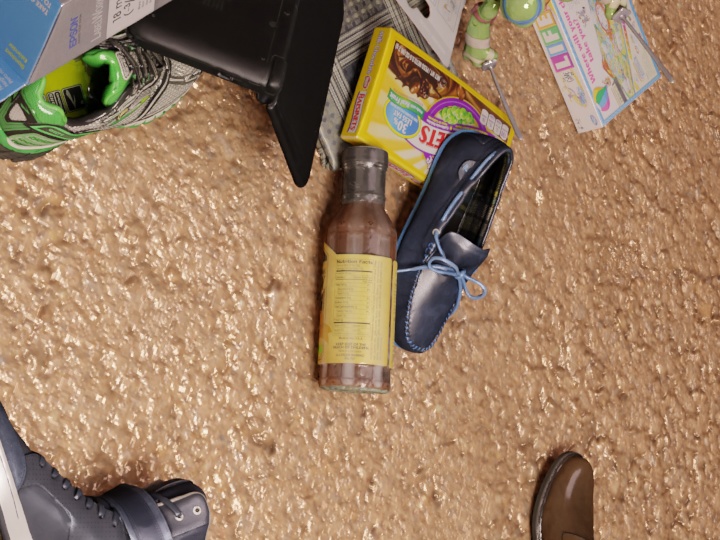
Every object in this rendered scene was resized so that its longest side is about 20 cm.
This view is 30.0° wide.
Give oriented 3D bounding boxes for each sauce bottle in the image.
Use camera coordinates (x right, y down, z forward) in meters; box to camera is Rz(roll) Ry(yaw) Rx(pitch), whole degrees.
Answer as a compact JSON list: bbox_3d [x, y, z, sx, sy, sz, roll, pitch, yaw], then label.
[{"bbox_3d":[0.000,0.000,1.113,0.064,0.064,0.203,13,77,-41],"label":"sauce bottle"}]

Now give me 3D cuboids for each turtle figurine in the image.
[{"bbox_3d":[0.169,-0.236,1.247,0.199,0.144,0.195,37,34,-17],"label":"turtle figurine"}]

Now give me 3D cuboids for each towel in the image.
[{"bbox_3d":[-0.008,-0.212,1.174,0.192,0.034,0.202,-36,110,-38],"label":"towel"}]

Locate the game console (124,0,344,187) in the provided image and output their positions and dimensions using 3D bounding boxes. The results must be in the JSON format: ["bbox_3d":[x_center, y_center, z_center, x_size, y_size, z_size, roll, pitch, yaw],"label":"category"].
[{"bbox_3d":[-0.088,-0.194,1.029,0.174,0.117,0.202,19,56,-14],"label":"game console"}]

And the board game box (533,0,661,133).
[{"bbox_3d":[0.235,-0.264,1.403,0.134,0.034,0.202,-37,108,-40],"label":"board game box"}]

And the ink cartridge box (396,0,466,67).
[{"bbox_3d":[0.048,-0.309,1.205,0.163,0.056,0.202,44,58,-45],"label":"ink cartridge box"}]

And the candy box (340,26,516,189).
[{"bbox_3d":[0.065,-0.126,1.198,0.199,0.026,0.103,27,79,-45],"label":"candy box"}]

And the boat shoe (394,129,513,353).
[{"bbox_3d":[0.076,-0.025,1.164,0.084,0.068,0.203,14,90,-46],"label":"boat shoe"}]

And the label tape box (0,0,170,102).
[{"bbox_3d":[-0.217,-0.213,0.886,0.144,0.063,0.200,43,59,12],"label":"label tape box"}]

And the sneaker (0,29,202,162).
[{"bbox_3d":[-0.175,-0.135,0.962,0.200,0.085,0.079,-37,108,-41],"label":"sneaker"}]

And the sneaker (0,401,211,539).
[{"bbox_3d":[-0.184,0.148,0.900,0.145,0.077,0.205,-28,112,-31],"label":"sneaker"}]

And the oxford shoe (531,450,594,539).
[{"bbox_3d":[0.205,0.268,1.252,0.072,0.084,0.203,20,68,-37],"label":"oxford shoe"}]
